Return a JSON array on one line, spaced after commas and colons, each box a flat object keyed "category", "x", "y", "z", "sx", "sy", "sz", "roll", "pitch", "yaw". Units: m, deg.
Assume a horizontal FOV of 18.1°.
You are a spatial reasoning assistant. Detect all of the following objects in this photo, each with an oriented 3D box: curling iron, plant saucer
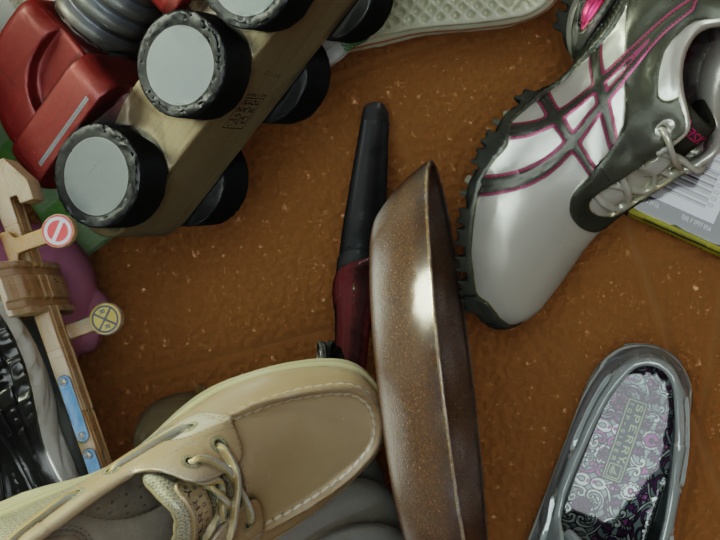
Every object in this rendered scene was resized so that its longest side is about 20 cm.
[{"category": "curling iron", "x": 0.000, "y": 0.000, "z": 1.046, "sx": 0.025, "sy": 0.050, "sz": 0.201, "roll": 7, "pitch": 52, "yaw": 5}, {"category": "plant saucer", "x": 0.030, "y": 0.053, "z": 1.003, "sx": 0.032, "sy": 0.200, "sz": 0.201, "roll": -7, "pitch": 87, "yaw": 7}]

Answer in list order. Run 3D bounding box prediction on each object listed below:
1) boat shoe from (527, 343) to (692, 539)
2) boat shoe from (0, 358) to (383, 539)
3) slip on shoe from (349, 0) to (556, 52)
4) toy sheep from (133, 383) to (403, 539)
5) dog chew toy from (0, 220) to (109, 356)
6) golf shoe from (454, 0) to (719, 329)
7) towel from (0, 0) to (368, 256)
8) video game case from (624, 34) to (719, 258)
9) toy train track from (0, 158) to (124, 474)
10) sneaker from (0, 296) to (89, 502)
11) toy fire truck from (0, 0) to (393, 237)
[{"category": "boat shoe", "x": 0.108, "y": 0.131, "z": 1.055, "sx": 0.070, "sy": 0.072, "sz": 0.202, "roll": 15, "pitch": 89, "yaw": 6}, {"category": "boat shoe", "x": -0.072, "y": 0.097, "z": 0.932, "sx": 0.199, "sy": 0.065, "sz": 0.072, "roll": -23, "pitch": 102, "yaw": -16}, {"category": "slip on shoe", "x": 0.006, "y": -0.143, "z": 1.088, "sx": 0.199, "sy": 0.061, "sz": 0.074, "roll": -1, "pitch": 100, "yaw": 19}, {"category": "toy sheep", "x": -0.041, "y": 0.132, "z": 1.038, "sx": 0.138, "sy": 0.138, "sz": 0.200, "roll": -41, "pitch": 63, "yaw": 2}, {"category": "dog chew toy", "x": -0.218, "y": 0.000, "z": 1.074, "sx": 0.199, "sy": 0.125, "sz": 0.125, "roll": 14, "pitch": 89, "yaw": -1}, {"category": "golf shoe", "x": 0.113, "y": -0.058, "z": 1.044, "sx": 0.088, "sy": 0.077, "sz": 0.201, "roll": 29, "pitch": 93, "yaw": 37}, {"category": "towel", "x": -0.106, "y": -0.117, "z": 1.088, "sx": 0.200, "sy": 0.031, "sz": 0.149, "roll": -37, "pitch": 83, "yaw": 22}, {"category": "video game case", "x": 0.245, "y": -0.083, "z": 1.076, "sx": 0.180, "sy": 0.026, "sz": 0.201, "roll": 24, "pitch": 89, "yaw": 7}, {"category": "toy train track", "x": -0.115, "y": 0.044, "z": 0.984, "sx": 0.032, "sy": 0.115, "sz": 0.201, "roll": -19, "pitch": 88, "yaw": 5}, {"category": "sneaker", "x": -0.144, "y": 0.094, "z": 1.007, "sx": 0.074, "sy": 0.079, "sz": 0.201, "roll": -13, "pitch": 99, "yaw": 13}, {"category": "toy fire truck", "x": -0.116, "y": -0.136, "z": 1.015, "sx": 0.200, "sy": 0.129, "sz": 0.176, "roll": 47, "pitch": 112, "yaw": 19}]
